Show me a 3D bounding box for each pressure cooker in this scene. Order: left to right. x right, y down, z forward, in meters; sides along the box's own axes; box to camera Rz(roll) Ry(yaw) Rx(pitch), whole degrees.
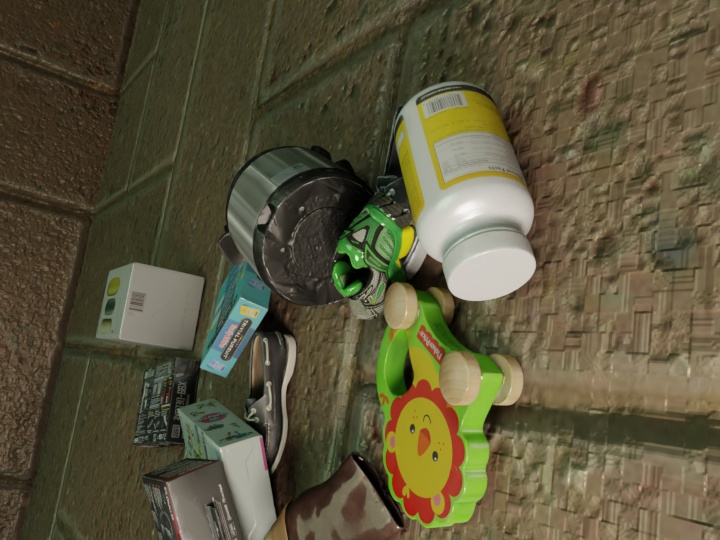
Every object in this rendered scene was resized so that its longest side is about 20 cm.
[{"bbox_3d":[-0.078,-0.068,0.847,0.200,0.174,0.181,39,117,55],"label":"pressure cooker"}]

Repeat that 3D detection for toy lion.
[{"bbox_3d":[0.067,0.138,0.659,0.200,0.068,0.193,52,128,52],"label":"toy lion"}]

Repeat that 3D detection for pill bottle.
[{"bbox_3d":[0.101,-0.077,0.637,0.112,0.111,0.202,-43,44,40],"label":"pill bottle"}]

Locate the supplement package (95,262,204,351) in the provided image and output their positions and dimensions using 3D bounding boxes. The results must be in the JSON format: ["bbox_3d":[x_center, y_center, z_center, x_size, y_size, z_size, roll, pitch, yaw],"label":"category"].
[{"bbox_3d":[-0.440,0.080,1.375,0.199,0.149,0.154,-8,71,56],"label":"supplement package"}]

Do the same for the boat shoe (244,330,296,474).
[{"bbox_3d":[-0.138,0.187,0.947,0.074,0.060,0.203,-7,71,54],"label":"boat shoe"}]

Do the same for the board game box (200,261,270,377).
[{"bbox_3d":[-0.187,0.044,1.046,0.152,0.047,0.201,-55,20,29],"label":"board game box"}]

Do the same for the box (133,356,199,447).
[{"bbox_3d":[-0.388,0.266,1.314,0.199,0.049,0.160,-24,58,51],"label":"box"}]

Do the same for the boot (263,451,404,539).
[{"bbox_3d":[-0.016,0.319,0.698,0.166,0.072,0.201,-44,58,19],"label":"boot"}]

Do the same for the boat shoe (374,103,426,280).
[{"bbox_3d":[0.048,-0.091,0.764,0.071,0.067,0.203,12,90,58],"label":"boat shoe"}]

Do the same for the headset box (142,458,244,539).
[{"bbox_3d":[-0.215,0.330,0.863,0.200,0.077,0.150,-27,80,58],"label":"headset box"}]

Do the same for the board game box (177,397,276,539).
[{"bbox_3d":[-0.193,0.282,0.944,0.199,0.064,0.149,9,109,57],"label":"board game box"}]

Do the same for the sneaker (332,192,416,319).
[{"bbox_3d":[0.000,0.000,0.713,0.078,0.085,0.201,42,158,21],"label":"sneaker"}]
